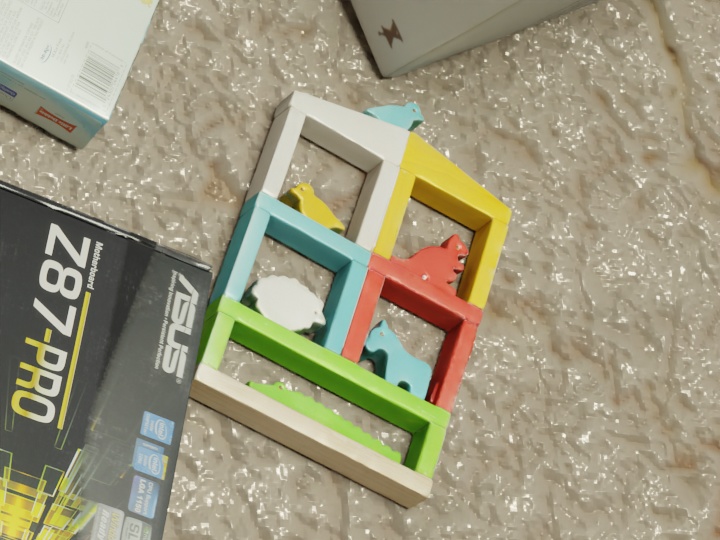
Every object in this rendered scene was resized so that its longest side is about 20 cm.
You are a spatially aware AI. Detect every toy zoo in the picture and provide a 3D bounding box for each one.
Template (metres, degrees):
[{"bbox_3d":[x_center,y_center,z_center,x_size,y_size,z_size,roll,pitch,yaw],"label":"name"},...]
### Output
[{"bbox_3d":[0.000,0.000,1.398,0.131,0.020,0.200,29,58,-16],"label":"toy zoo"}]

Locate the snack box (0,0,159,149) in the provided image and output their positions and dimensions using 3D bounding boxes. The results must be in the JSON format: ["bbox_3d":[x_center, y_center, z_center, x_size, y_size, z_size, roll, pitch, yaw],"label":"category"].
[{"bbox_3d":[-0.144,-0.169,1.380,0.116,0.037,0.200,29,57,-15],"label":"snack box"}]

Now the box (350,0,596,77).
[{"bbox_3d":[0.083,-0.232,1.427,0.171,0.200,0.199,-22,89,-33],"label":"box"}]

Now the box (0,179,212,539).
[{"bbox_3d":[-0.159,0.063,1.263,0.161,0.049,0.200,24,59,-23],"label":"box"}]
